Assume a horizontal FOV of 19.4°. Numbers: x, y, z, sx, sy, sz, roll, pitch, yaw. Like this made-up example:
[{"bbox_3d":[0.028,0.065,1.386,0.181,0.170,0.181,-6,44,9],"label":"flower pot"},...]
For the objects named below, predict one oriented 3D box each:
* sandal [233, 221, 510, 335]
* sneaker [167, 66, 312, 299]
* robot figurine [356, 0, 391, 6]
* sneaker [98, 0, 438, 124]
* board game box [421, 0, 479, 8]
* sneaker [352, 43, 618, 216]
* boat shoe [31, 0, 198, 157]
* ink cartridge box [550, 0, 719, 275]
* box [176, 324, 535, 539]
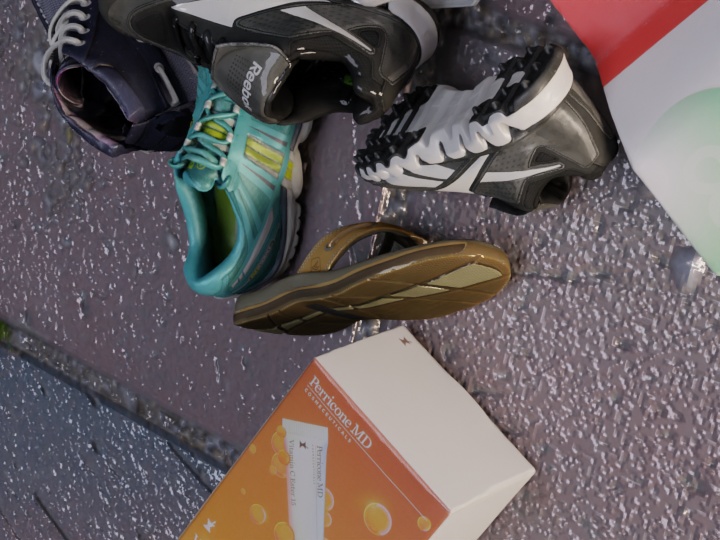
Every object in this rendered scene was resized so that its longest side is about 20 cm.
[{"bbox_3d":[0.000,0.000,1.264,0.200,0.080,0.054,-13,68,43],"label":"sandal"},{"bbox_3d":[-0.076,-0.078,1.289,0.077,0.080,0.201,11,109,35],"label":"sneaker"},{"bbox_3d":[0.019,-0.230,1.134,0.200,0.113,0.170,-5,84,38],"label":"robot figurine"},{"bbox_3d":[-0.062,-0.129,1.195,0.199,0.091,0.067,12,138,10],"label":"sneaker"},{"bbox_3d":[-0.009,-0.254,1.249,0.199,0.026,0.201,2,99,38],"label":"board game box"},{"bbox_3d":[0.071,-0.064,1.189,0.090,0.067,0.200,43,152,-19],"label":"sneaker"},{"bbox_3d":[-0.174,-0.150,1.353,0.200,0.093,0.075,44,121,24],"label":"boat shoe"},{"bbox_3d":[0.187,-0.121,1.078,0.200,0.050,0.161,51,126,1],"label":"ink cartridge box"},{"bbox_3d":[-0.011,0.151,1.270,0.124,0.097,0.200,47,122,18],"label":"box"}]
